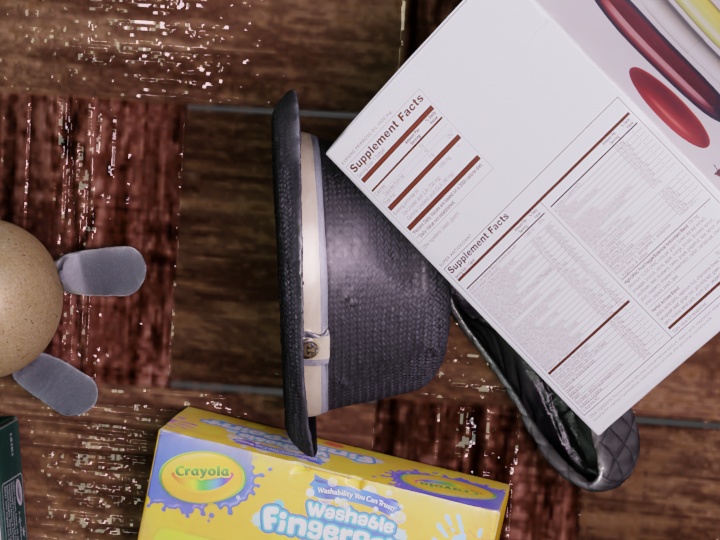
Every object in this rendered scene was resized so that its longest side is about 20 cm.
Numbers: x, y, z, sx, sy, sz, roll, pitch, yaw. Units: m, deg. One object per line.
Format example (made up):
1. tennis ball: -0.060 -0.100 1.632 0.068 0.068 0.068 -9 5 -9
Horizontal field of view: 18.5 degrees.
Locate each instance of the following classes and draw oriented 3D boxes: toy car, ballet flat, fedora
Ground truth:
1. toy car: -0.230 0.007 1.283 0.199 0.158 0.165 18 104 -22
2. ballet flat: 0.093 0.035 1.246 0.066 0.057 0.200 -37 84 15
3. fedora: 0.000 0.000 1.205 0.091 0.201 0.201 -3 96 -3

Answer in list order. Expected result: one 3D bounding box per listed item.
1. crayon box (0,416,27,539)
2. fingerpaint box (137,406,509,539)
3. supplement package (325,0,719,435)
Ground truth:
1. crayon box: -0.302 0.156 1.331 0.199 0.052 0.126 -3 96 9
2. fingerpaint box: -0.029 0.185 1.277 0.199 0.073 0.167 12 99 7
3. supplement package: 0.130 -0.063 1.146 0.200 0.191 0.147 46 123 2
